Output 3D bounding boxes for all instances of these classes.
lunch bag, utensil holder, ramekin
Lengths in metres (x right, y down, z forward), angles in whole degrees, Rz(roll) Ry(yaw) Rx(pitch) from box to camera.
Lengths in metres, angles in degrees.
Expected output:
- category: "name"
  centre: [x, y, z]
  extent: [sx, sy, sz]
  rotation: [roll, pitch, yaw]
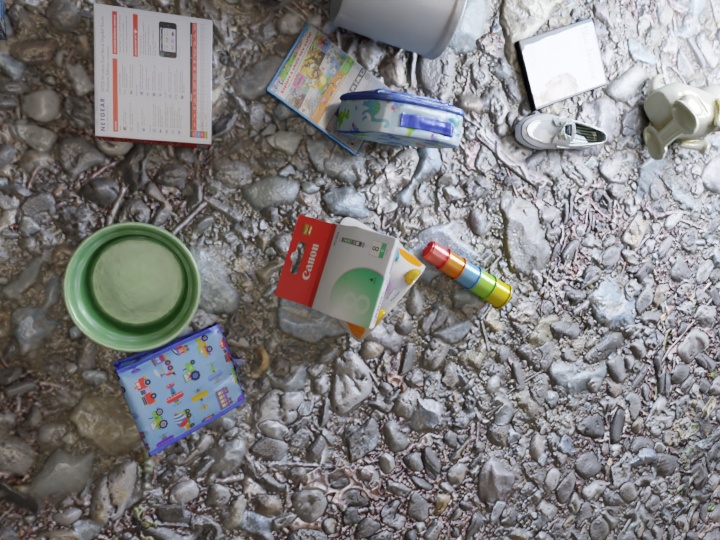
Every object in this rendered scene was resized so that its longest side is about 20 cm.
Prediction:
- category: "lunch bag"
  centre: [0.072, -0.262, 0.936]
  extent: [0.198, 0.160, 0.084]
  rotation: [0, 104, -32]
- category: "lunch bag"
  centre: [-0.295, 0.192, 0.920]
  extent: [0.198, 0.094, 0.152]
  rotation: [-22, 100, -25]
- category: "utensil holder"
  centre: [0.062, -0.480, 0.924]
  extent: [0.198, 0.170, 0.172]
  rotation: [11, 92, -18]
- category: "ramekin"
  centre: [-0.362, 0.022, 0.867]
  extent: [0.198, 0.098, 0.203]
  rotation: [-2, 96, -18]

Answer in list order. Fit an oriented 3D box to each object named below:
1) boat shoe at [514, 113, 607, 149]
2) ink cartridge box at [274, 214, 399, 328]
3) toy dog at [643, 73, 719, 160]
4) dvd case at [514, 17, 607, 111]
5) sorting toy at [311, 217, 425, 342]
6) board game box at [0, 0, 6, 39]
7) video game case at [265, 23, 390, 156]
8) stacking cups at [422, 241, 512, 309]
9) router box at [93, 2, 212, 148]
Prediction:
- category: "boat shoe"
  centre: [0.421, -0.291, 1.115]
  extent: [0.198, 0.067, 0.075]
  rotation: [-3, 96, -18]
- category: "ink cartridge box"
  centre: [-0.047, -0.004, 0.943]
  extent: [0.198, 0.050, 0.163]
  rotation: [17, 87, 11]
- category: "toy dog"
  centre: [0.741, -0.351, 1.196]
  extent: [0.198, 0.140, 0.196]
  rotation: [-12, 63, -15]
- category: "dvd case"
  centre: [0.426, -0.434, 1.128]
  extent: [0.198, 0.018, 0.144]
  rotation: [-23, 101, -16]
- category: "sorting toy"
  centre: [0.000, 0.000, 1.002]
  extent: [0.180, 0.107, 0.200]
  rotation: [41, 82, 2]
- category: "board game box"
  centre: [-0.580, -0.448, 0.766]
  extent: [0.197, 0.062, 0.203]
  rotation: [-3, 97, -17]
- category: "video game case"
  centre: [-0.053, -0.327, 0.979]
  extent: [0.199, 0.018, 0.144]
  rotation: [33, 85, -19]
- category: "stacking cups"
  centre: [0.216, 0.004, 1.080]
  extent: [0.199, 0.060, 0.061]
  rotation: [33, 85, -18]
- category: "router box"
  centre: [-0.332, -0.310, 0.870]
  extent: [0.177, 0.049, 0.203]
  rotation: [1, 95, -18]
